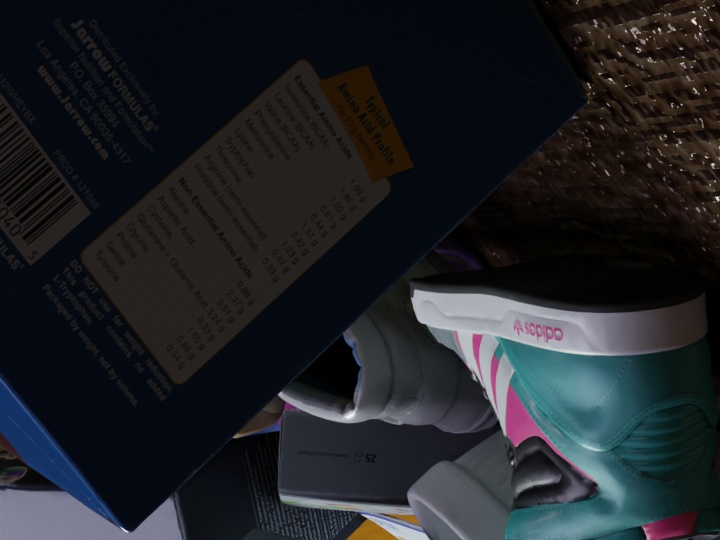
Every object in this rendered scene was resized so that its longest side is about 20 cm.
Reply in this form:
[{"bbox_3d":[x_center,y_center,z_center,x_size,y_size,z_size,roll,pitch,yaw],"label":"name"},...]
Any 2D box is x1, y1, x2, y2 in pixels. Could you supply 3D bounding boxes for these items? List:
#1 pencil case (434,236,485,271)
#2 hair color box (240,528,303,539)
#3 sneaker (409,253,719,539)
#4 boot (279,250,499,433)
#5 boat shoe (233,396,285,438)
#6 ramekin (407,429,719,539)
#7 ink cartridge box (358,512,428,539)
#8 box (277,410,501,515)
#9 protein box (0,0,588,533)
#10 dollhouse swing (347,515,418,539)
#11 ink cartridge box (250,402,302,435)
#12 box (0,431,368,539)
[{"bbox_3d":[0.000,0.000,1.068,0.085,0.084,0.200,31,-175,-29],"label":"pencil case"},{"bbox_3d":[0.003,0.178,0.943,0.099,0.061,0.200,58,155,-17],"label":"hair color box"},{"bbox_3d":[0.075,0.059,0.775,0.200,0.083,0.122,-163,66,-75],"label":"sneaker"},{"bbox_3d":[-0.021,0.004,0.919,0.095,0.074,0.200,4,-159,-40],"label":"boot"},{"bbox_3d":[-0.075,0.024,1.086,0.200,0.072,0.073,-97,-7,-75],"label":"boat shoe"},{"bbox_3d":[0.120,0.135,0.877,0.200,0.105,0.200,51,172,10],"label":"ramekin"},{"bbox_3d":[0.110,0.185,1.185,0.200,0.041,0.199,41,168,-15],"label":"ink cartridge box"},{"bbox_3d":[0.036,0.102,1.082,0.200,0.155,0.042,107,167,-83],"label":"box"},{"bbox_3d":[-0.077,-0.070,0.661,0.199,0.200,0.135,54,163,-23],"label":"protein box"},{"bbox_3d":[0.020,0.153,1.367,0.200,0.181,0.177,62,-173,-51],"label":"dollhouse swing"},{"bbox_3d":[-0.060,0.049,1.184,0.200,0.118,0.042,-64,-38,-69],"label":"ink cartridge box"},{"bbox_3d":[-0.102,0.127,1.221,0.147,0.200,0.108,-1,111,29],"label":"box"}]
